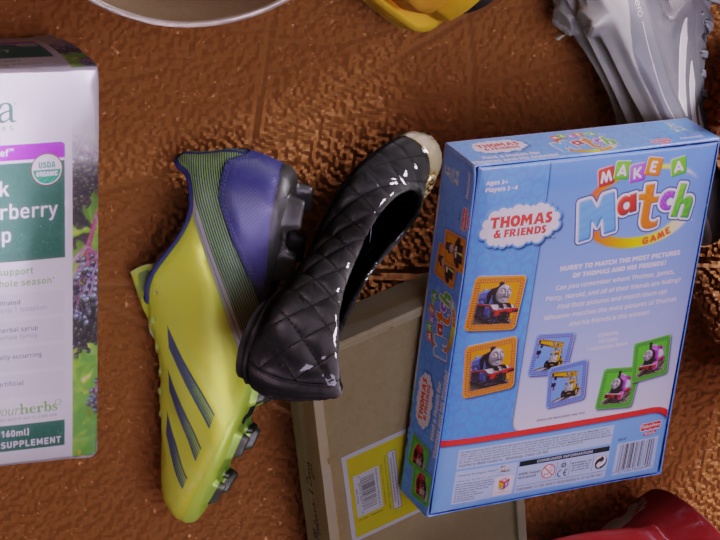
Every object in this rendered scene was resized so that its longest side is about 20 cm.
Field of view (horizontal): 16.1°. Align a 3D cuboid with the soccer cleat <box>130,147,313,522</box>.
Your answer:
[{"bbox_3d":[-0.082,0.031,1.318,0.084,0.065,0.200,14,105,4],"label":"soccer cleat"}]

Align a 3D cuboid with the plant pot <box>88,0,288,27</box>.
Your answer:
[{"bbox_3d":[-0.096,-0.224,1.183,0.200,0.134,0.200,-7,109,-22],"label":"plant pot"}]

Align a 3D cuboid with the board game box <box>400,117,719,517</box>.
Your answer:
[{"bbox_3d":[0.103,0.024,1.330,0.151,0.037,0.200,-7,119,-29],"label":"board game box"}]

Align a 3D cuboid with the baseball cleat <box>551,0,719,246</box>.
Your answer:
[{"bbox_3d":[0.173,-0.111,1.373,0.106,0.070,0.200,-38,120,-16],"label":"baseball cleat"}]

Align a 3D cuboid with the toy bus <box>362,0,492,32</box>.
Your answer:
[{"bbox_3d":[0.079,-0.206,1.235,0.136,0.192,0.200,41,88,-29],"label":"toy bus"}]

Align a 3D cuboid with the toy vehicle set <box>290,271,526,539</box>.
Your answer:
[{"bbox_3d":[0.027,0.100,1.364,0.124,0.027,0.200,-22,124,-25],"label":"toy vehicle set"}]

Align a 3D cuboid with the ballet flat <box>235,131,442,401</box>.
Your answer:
[{"bbox_3d":[0.000,0.000,1.290,0.066,0.057,0.200,94,21,-44],"label":"ballet flat"}]

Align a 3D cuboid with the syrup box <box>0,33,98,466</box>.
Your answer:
[{"bbox_3d":[-0.177,-0.011,1.241,0.079,0.081,0.200,-5,108,-23],"label":"syrup box"}]

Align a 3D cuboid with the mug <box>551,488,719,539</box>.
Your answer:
[{"bbox_3d":[0.123,0.216,1.397,0.200,0.178,0.133,-35,76,-15],"label":"mug"}]
